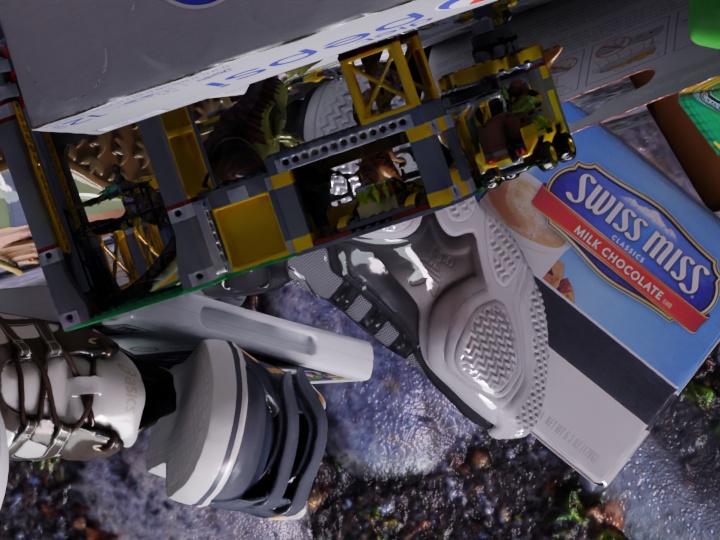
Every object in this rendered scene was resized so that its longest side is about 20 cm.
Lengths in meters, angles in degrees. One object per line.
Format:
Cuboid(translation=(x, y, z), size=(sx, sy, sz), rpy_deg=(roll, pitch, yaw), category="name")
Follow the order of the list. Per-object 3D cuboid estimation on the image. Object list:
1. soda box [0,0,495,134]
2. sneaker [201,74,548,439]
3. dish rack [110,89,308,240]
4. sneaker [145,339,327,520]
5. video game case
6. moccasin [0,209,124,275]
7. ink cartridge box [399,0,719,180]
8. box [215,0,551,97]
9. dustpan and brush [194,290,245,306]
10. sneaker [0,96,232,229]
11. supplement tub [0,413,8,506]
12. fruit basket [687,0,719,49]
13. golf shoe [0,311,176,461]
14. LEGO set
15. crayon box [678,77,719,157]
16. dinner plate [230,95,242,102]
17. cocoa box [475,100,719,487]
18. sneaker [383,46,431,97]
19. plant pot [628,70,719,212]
Cuboid(translation=(-0.005, -0.100, 0.824), size=(0.199, 0.069, 0.063), rpy_deg=(-18, 177, 14), category="soda box")
Cuboid(translation=(0.000, 0.000, 1.265), size=(0.113, 0.200, 0.076), rpy_deg=(-9, -139, 34), category="sneaker")
Cuboid(translation=(-0.130, -0.034, 1.378), size=(0.199, 0.044, 0.171), rpy_deg=(-17, 177, -38), category="dish rack")
Cuboid(translation=(-0.052, 0.077, 1.367), size=(0.079, 0.079, 0.200), rpy_deg=(16, 178, -8), category="sneaker")
Cuboid(translation=(-0.125, 0.035, 1.441), size=(0.199, 0.023, 0.181), rpy_deg=(-5, 166, 38), category="video game case")
Cuboid(translation=(-0.186, -0.017, 1.222), size=(0.200, 0.078, 0.074), rpy_deg=(-7, 136, -7), category="moccasin")
Cuboid(translation=(0.102, -0.086, 1.171), size=(0.162, 0.057, 0.200), rpy_deg=(-21, -151, 20), category="ink cartridge box")
Cuboid(translation=(-0.005, -0.106, 1.119), size=(0.155, 0.041, 0.200), rpy_deg=(-19, 179, 27), category="box")
Cuboid(translation=(-0.051, -0.003, 1.416), size=(0.139, 0.058, 0.200), rpy_deg=(-13, -177, -37), category="dustpan and brush")
Cuboid(translation=(-0.150, -0.048, 1.153), size=(0.200, 0.067, 0.090), rpy_deg=(-8, 173, -44), category="sneaker")
Cuboid(translation=(-0.214, 0.041, 1.048), size=(0.140, 0.141, 0.200), rpy_deg=(-17, 154, 4), category="supplement tub")
Cuboid(translation=(0.229, -0.120, 0.988), size=(0.214, 0.156, 0.216), rpy_deg=(-4, -175, 0), category="fruit basket")
Cuboid(translation=(-0.148, 0.048, 1.286), size=(0.094, 0.078, 0.200), rpy_deg=(-3, 178, 18), category="golf shoe")
Cuboid(translation=(-0.033, -0.064, 0.975), size=(0.199, 0.116, 0.154), rpy_deg=(-17, -176, 31), category="LEGO set")
Cuboid(translation=(0.236, -0.119, 1.186), size=(0.200, 0.058, 0.119), rpy_deg=(-46, -162, -21), category="crayon box")
Cuboid(translation=(-0.102, -0.077, 1.357), size=(0.199, 0.024, 0.200), rpy_deg=(-18, 178, -1), category="dinner plate")
Cuboid(translation=(0.104, 0.004, 1.405), size=(0.131, 0.133, 0.200), rpy_deg=(-51, 180, 4), category="cocoa box")
Cuboid(translation=(0.032, -0.082, 1.381), size=(0.099, 0.070, 0.200), rpy_deg=(-36, 175, -18), category="sneaker")
Cuboid(translation=(0.210, -0.113, 1.382), size=(0.199, 0.141, 0.200), rpy_deg=(-16, 179, 0), category="plant pot")
